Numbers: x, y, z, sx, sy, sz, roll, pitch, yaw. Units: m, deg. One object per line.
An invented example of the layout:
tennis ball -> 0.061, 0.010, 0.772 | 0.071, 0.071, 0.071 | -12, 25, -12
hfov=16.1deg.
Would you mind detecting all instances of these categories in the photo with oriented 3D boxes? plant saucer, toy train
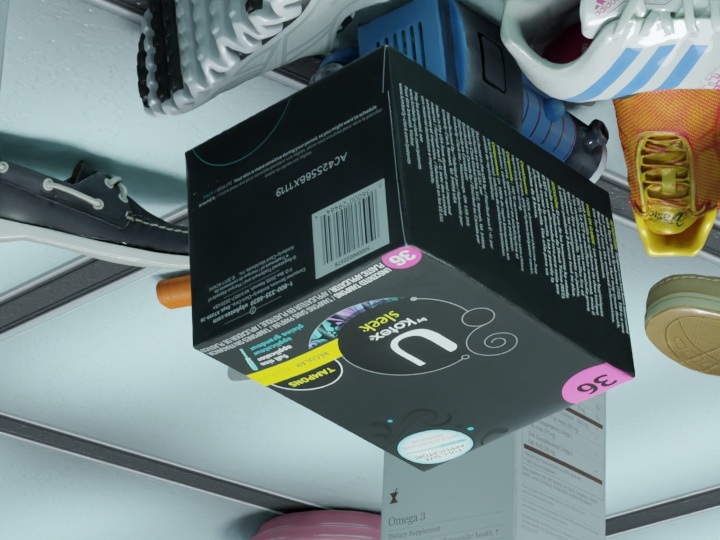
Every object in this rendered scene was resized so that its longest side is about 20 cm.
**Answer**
plant saucer -> -0.018, 0.262, 2.306 | 0.200, 0.051, 0.201 | 3, 157, 1
toy train -> 0.059, -0.079, 1.442 | 0.114, 0.087, 0.200 | -21, 148, 33

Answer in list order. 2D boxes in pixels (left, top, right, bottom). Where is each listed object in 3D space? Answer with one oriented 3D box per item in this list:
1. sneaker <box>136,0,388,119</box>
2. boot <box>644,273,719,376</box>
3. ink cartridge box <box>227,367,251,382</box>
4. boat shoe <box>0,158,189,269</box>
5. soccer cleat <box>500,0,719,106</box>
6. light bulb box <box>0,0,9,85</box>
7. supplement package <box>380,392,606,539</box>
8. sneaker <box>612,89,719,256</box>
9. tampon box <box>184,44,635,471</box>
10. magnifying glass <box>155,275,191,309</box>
sneaker -> -0.055, -0.130, 1.353 | 0.081, 0.075, 0.200 | 7, 159, -33
boot -> 0.239, -0.019, 1.465 | 0.199, 0.156, 0.073 | 8, 157, -30
ink cartridge box -> 0.000, 0.000, 1.589 | 0.199, 0.116, 0.068 | -7, 155, 19
boat shoe -> -0.181, -0.040, 1.589 | 0.199, 0.061, 0.074 | 10, 176, -14
soccer cleat -> 0.165, -0.130, 1.320 | 0.199, 0.070, 0.086 | -12, 154, 31
light bulb box -> -0.292, -0.092, 1.293 | 0.199, 0.199, 0.125 | 12, 158, -24
supplement package -> 0.094, 0.124, 1.766 | 0.117, 0.201, 0.117 | -15, 152, 36
sneaker -> 0.184, -0.067, 1.465 | 0.073, 0.077, 0.200 | -2, 156, 14
tampon box -> 0.026, -0.001, 1.364 | 0.150, 0.127, 0.200 | -26, 142, 32
magnifying glass -> -0.050, 0.000, 1.725 | 0.199, 0.022, 0.080 | -12, 154, 27
